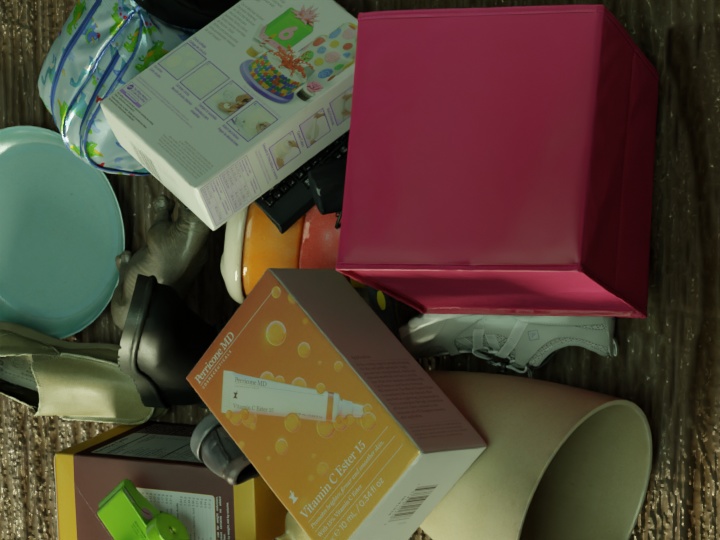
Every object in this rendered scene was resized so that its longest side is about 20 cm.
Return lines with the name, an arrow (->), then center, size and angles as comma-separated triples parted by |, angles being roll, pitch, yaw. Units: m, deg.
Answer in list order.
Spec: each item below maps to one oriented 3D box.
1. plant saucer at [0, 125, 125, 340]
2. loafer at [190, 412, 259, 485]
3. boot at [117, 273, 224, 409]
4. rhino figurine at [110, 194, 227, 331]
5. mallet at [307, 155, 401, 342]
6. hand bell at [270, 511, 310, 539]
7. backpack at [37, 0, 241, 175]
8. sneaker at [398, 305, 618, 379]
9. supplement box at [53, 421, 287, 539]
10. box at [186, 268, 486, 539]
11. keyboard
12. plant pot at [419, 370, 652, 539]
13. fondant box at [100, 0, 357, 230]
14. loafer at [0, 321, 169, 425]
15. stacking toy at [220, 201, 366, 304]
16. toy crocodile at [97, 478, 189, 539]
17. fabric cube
plant saucer -> -0.298, -0.035, 1.912 | 0.200, 0.027, 0.201 | 4, 101, 24
loafer -> -0.044, 0.142, 1.732 | 0.063, 0.200, 0.072 | 49, 137, 39
boot -> -0.113, 0.068, 1.741 | 0.157, 0.211, 0.080 | 7, 71, 7
rhino figurine -> -0.161, -0.020, 1.795 | 0.060, 0.088, 0.200 | 21, 127, -20
mallet -> 0.000, 0.000, 1.673 | 0.066, 0.041, 0.200 | -10, 115, -9
hand bell -> -0.077, 0.234, 1.693 | 0.104, 0.200, 0.104 | 44, 146, 42
backpack -> -0.188, -0.178, 1.765 | 0.200, 0.163, 0.154 | -34, 68, 32
sneaker -> 0.118, 0.056, 1.705 | 0.200, 0.075, 0.082 | -13, 92, 26
supplement box -> -0.149, 0.248, 1.832 | 0.200, 0.133, 0.198 | 3, 101, 25
box -> -0.021, 0.110, 1.615 | 0.200, 0.097, 0.124 | 49, 115, 25
keyboard -> -0.009, -0.116, 1.689 | 0.104, 0.040, 0.200 | 46, 72, 0
plant pot -> 0.103, 0.158, 1.688 | 0.200, 0.187, 0.188 | 23, 108, 34
fondant box -> -0.087, -0.141, 1.669 | 0.200, 0.058, 0.144 | -38, 51, -13
loafer -> -0.269, 0.104, 1.883 | 0.199, 0.067, 0.076 | 11, 122, 16
stacking toy -> -0.009, -0.029, 1.736 | 0.199, 0.146, 0.147 | 10, 103, 8
toy crocodile -> -0.149, 0.261, 1.732 | 0.200, 0.062, 0.068 | 49, 114, 15
fabric cube -> 0.112, -0.078, 1.583 | 0.196, 0.200, 0.200 | 0, 79, 22
